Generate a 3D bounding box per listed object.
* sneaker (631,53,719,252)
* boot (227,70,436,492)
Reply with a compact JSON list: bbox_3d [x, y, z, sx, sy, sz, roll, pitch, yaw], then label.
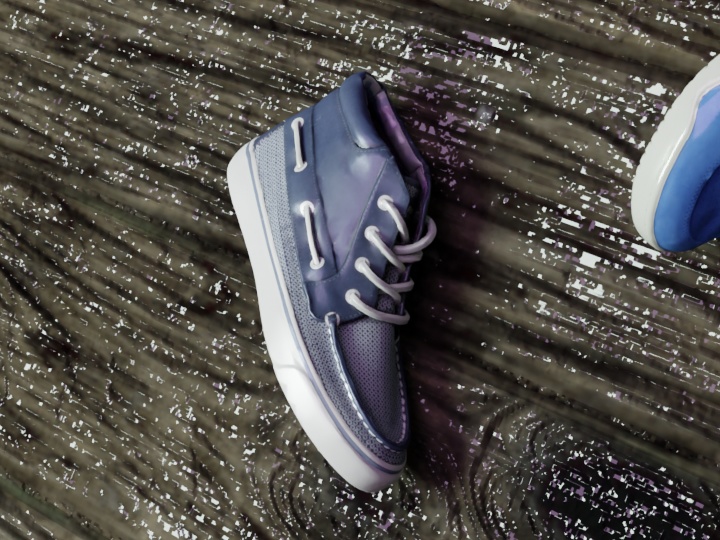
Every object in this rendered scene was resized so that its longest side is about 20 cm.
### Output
[{"bbox_3d":[0.213,-0.060,0.619,0.200,0.077,0.112,-42,52,7],"label":"sneaker"},{"bbox_3d":[0.000,0.000,0.726,0.090,0.073,0.202,-33,62,24],"label":"boot"}]
